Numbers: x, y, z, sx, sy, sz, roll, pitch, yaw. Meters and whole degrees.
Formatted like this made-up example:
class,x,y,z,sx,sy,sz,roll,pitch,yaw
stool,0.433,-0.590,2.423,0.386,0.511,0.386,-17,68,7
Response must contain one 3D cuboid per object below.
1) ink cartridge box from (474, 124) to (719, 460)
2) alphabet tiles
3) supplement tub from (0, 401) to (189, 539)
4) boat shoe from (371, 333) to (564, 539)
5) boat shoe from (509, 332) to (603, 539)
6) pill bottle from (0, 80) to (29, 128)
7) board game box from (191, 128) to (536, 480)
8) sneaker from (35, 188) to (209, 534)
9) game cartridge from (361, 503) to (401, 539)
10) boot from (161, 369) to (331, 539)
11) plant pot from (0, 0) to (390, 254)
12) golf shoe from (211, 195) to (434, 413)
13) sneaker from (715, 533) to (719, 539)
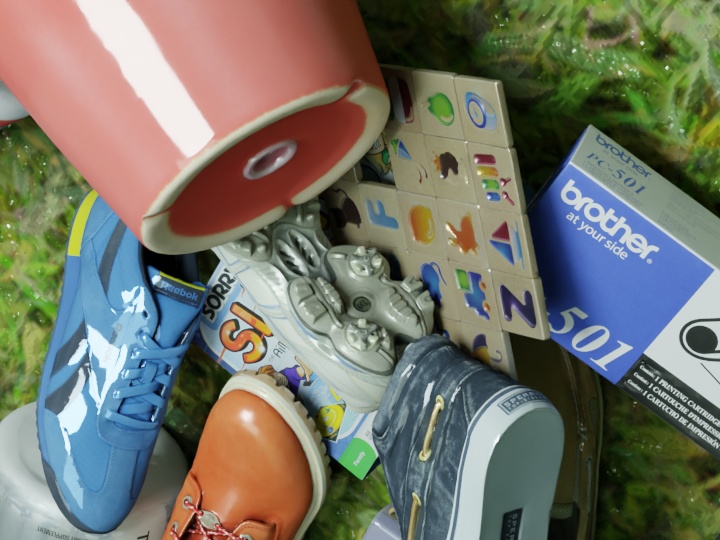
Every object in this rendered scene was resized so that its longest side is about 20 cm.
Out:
class,x,y,z,sx,sy,sz,roll,pitch,yaw
ink cartridge box,0.165,0.025,1.463,0.200,0.044,0.094,36,126,-3
alphabet tiles,0.036,-0.009,1.483,0.167,0.008,0.201,13,121,52
supplement tub,-0.174,0.186,1.713,0.122,0.122,0.201,25,123,18
boat shoe,0.046,0.134,1.485,0.091,0.071,0.201,36,124,44
boat shoe,0.096,0.106,1.534,0.071,0.076,0.201,-7,116,6
pill bottle,-0.270,-0.111,1.634,0.199,0.116,0.116,-21,101,36
board game box,0.000,0.000,1.577,0.135,0.034,0.200,38,126,10
sneaker,-0.126,0.044,1.599,0.078,0.066,0.202,-4,75,46
game cartridge,0.067,0.227,1.550,0.199,0.038,0.130,34,125,11
boot,-0.077,0.149,1.629,0.075,0.107,0.201,29,134,21
plant pot,-0.087,-0.120,1.442,0.200,0.200,0.178,-45,68,37
golf shoe,-0.046,-0.004,1.533,0.200,0.078,0.097,51,153,21
sneaker,0.155,0.201,1.561,0.200,0.070,0.100,-40,89,28
